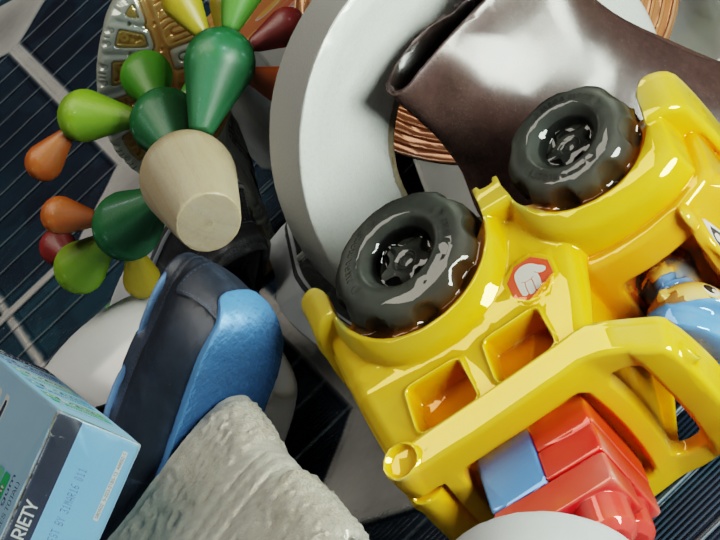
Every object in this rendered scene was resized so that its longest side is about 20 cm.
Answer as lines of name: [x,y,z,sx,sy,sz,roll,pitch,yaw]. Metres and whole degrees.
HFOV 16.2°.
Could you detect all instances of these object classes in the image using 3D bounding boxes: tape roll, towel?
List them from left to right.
towel: [-0.082,0.161,1.079,0.200,0.034,0.133,-52,36,4]
tape roll: [0.054,-0.067,1.190,0.203,0.203,0.037,-47,28,-10]

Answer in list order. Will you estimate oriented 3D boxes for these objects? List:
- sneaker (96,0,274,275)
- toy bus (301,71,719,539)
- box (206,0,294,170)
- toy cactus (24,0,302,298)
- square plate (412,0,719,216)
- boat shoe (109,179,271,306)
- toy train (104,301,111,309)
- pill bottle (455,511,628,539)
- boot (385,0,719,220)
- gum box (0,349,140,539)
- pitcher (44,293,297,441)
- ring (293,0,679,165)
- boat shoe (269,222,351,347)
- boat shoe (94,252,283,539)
sneaker: [-0.106,-0.084,1.441,0.075,0.200,0.088,-16,32,-3]
toy bus: [0.097,0.042,1.061,0.200,0.136,0.192,-34,40,11]
box: [-0.018,-0.133,1.465,0.124,0.098,0.200,-45,15,-12]
toy cactus: [-0.085,-0.054,1.211,0.200,0.102,0.165,-48,30,12]
square plate: [0.116,-0.099,1.350,0.200,0.028,0.198,-37,27,11]
boat shoe: [-0.085,0.016,1.364,0.072,0.068,0.200,-26,-20,-26]
toy train: [-0.168,0.081,1.434,0.200,0.042,0.056,-58,-13,-29]
pill bottle: [0.060,0.185,0.892,0.114,0.114,0.200,-28,29,27]
boot: [0.129,-0.089,1.153,0.200,0.166,0.072,-41,27,-2]
gum box: [-0.175,0.130,1.151,0.170,0.044,0.200,-66,20,-1]
pitcher: [-0.119,0.117,1.271,0.200,0.121,0.172,-44,48,15]
ring: [0.065,-0.140,1.296,0.200,0.019,0.201,-6,63,11]
boat shoe: [0.002,0.001,1.304,0.068,0.074,0.199,-53,15,10]
boat shoe: [-0.090,0.081,1.174,0.069,0.084,0.200,47,119,37]
